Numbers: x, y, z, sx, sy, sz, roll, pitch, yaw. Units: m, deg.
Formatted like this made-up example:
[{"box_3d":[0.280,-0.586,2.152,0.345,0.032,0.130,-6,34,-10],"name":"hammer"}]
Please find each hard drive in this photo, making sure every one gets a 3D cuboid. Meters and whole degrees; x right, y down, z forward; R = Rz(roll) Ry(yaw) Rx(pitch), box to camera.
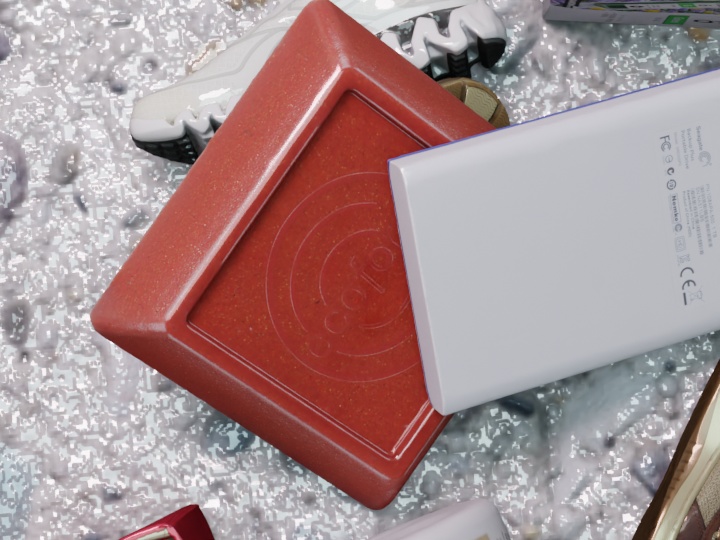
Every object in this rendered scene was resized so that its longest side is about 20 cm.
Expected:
[{"box_3d":[0.119,-0.017,1.214,0.200,0.025,0.132,-16,110,-16],"name":"hard drive"}]

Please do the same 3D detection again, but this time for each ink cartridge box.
[{"box_3d":[0.196,-0.152,1.224,0.200,0.109,0.050,4,87,0],"name":"ink cartridge box"}]

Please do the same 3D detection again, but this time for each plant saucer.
[{"box_3d":[0.000,0.000,1.208,0.200,0.037,0.200,35,90,-25],"name":"plant saucer"}]

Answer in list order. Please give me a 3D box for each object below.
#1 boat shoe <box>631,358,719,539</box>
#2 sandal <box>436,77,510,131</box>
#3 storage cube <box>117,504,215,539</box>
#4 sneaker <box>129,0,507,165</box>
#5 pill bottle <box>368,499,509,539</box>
[{"box_3d":[0.185,0.129,1.233,0.072,0.072,0.200,25,81,2],"name":"boat shoe"},{"box_3d":[-0.011,-0.029,1.246,0.200,0.054,0.080,-39,115,-7],"name":"sandal"},{"box_3d":[-0.127,0.228,1.173,0.200,0.180,0.171,-27,88,0],"name":"storage cube"},{"box_3d":[-0.028,-0.112,1.248,0.200,0.075,0.081,-20,77,-6],"name":"sneaker"},{"box_3d":[0.048,0.227,1.195,0.120,0.120,0.200,-23,88,-1],"name":"pill bottle"}]
